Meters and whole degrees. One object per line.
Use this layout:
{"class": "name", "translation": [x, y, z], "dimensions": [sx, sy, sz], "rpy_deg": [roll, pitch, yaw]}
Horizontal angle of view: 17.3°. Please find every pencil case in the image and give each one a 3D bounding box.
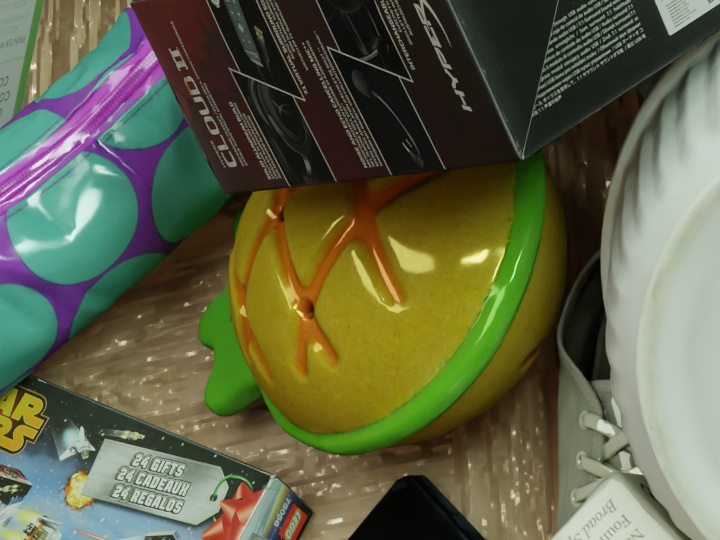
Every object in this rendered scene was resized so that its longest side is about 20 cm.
{"class": "pencil case", "translation": [-0.130, -0.014, 0.903], "dimensions": [0.200, 0.093, 0.085], "rpy_deg": [-41, 66, -14]}

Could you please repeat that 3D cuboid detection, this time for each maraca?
{"class": "maraca", "translation": [0.000, 0.000, 0.851], "dimensions": [0.199, 0.107, 0.138], "rpy_deg": [-2, 63, 57]}

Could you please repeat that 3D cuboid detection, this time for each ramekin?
{"class": "ramekin", "translation": [0.163, 0.012, 0.685], "dimensions": [0.199, 0.105, 0.202], "rpy_deg": [4, 109, 13]}

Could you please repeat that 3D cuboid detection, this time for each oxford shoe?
{"class": "oxford shoe", "translation": [0.093, 0.074, 0.792], "dimensions": [0.075, 0.058, 0.202], "rpy_deg": [-3, 70, 26]}

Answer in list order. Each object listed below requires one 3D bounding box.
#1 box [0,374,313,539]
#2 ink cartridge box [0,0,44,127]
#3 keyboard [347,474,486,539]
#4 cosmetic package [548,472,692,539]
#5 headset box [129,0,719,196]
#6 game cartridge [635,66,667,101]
{"class": "box", "translation": [-0.132, 0.113, 0.905], "dimensions": [0.199, 0.040, 0.138], "rpy_deg": [19, 73, 34]}
{"class": "ink cartridge box", "translation": [-0.190, -0.090, 0.952], "dimensions": [0.103, 0.059, 0.201], "rpy_deg": [21, 111, 18]}
{"class": "keyboard", "translation": [-0.016, 0.174, 0.835], "dimensions": [0.200, 0.040, 0.104], "rpy_deg": [-51, 32, 4]}
{"class": "cosmetic package", "translation": [0.118, 0.166, 0.701], "dimensions": [0.105, 0.071, 0.200], "rpy_deg": [-49, 67, 10]}
{"class": "headset box", "translation": [0.033, -0.093, 0.739], "dimensions": [0.148, 0.078, 0.200], "rpy_deg": [-33, 16, -26]}
{"class": "game cartridge", "translation": [0.144, -0.120, 0.857], "dimensions": [0.133, 0.040, 0.201], "rpy_deg": [-30, 58, 12]}
